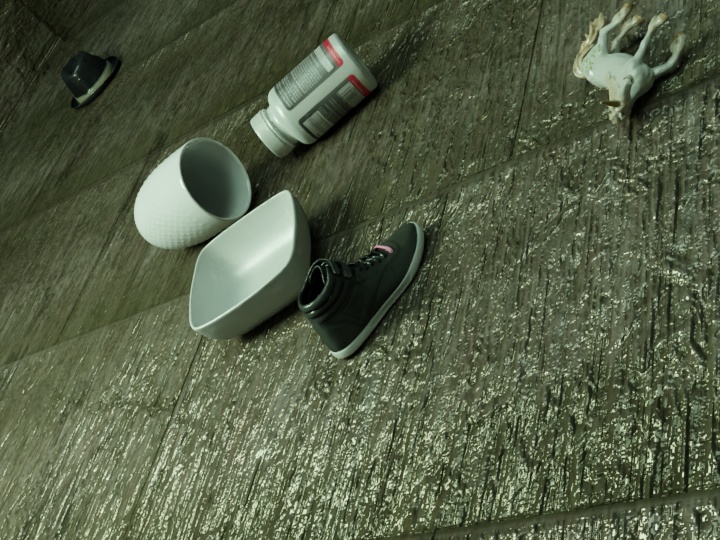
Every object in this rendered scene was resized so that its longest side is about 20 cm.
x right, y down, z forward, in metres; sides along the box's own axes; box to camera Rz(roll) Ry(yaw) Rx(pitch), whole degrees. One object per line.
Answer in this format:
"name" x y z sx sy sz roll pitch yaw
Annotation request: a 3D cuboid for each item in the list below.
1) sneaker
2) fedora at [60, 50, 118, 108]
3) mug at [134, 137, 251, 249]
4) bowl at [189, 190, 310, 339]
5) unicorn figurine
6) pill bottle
"sneaker" 0.000 0.000 1.310 0.201 0.099 0.070 -55 30 -16
"fedora" -0.737 -0.528 2.842 0.200 0.092 0.202 -31 34 24
"mug" -0.276 -0.123 1.775 0.175 0.149 0.200 -29 4 39
"bowl" -0.146 0.003 1.513 0.199 0.075 0.201 -34 32 21
"unicorn figurine" 0.310 -0.239 1.246 0.138 0.074 0.200 -54 16 5
"pill bottle" -0.079 -0.276 1.719 0.199 0.111 0.111 -39 31 11
